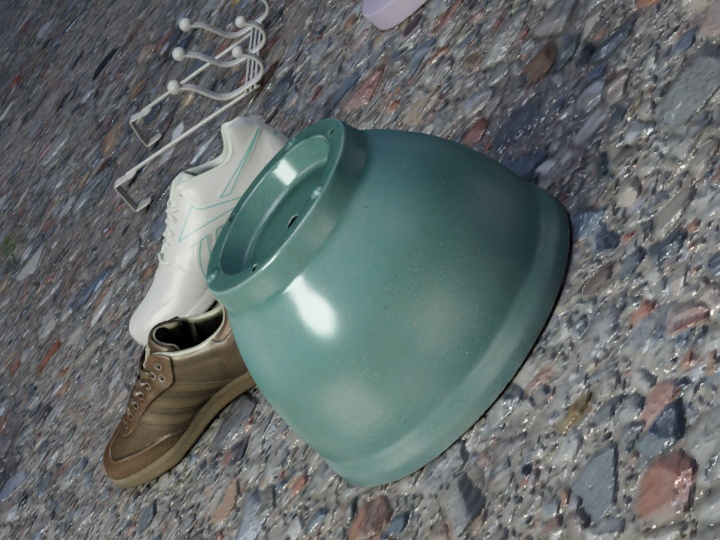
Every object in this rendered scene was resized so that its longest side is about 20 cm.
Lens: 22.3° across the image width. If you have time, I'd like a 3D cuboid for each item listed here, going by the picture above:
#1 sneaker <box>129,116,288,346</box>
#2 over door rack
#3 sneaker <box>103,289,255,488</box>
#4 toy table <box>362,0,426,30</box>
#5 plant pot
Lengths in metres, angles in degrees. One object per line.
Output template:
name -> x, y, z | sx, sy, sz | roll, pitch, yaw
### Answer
sneaker -> -0.124, -0.032, 1.406 | 0.201, 0.080, 0.070 | -53, 23, 6
over door rack -> -0.167, -0.169, 1.724 | 0.200, 0.067, 0.148 | -44, 22, 23
sneaker -> -0.126, 0.069, 1.253 | 0.200, 0.075, 0.071 | -42, 24, 26
toy table -> 0.036, -0.303, 1.437 | 0.200, 0.117, 0.184 | -55, 21, -3
plant pot -> 0.000, 0.000, 1.017 | 0.200, 0.134, 0.201 | -43, 24, 24
